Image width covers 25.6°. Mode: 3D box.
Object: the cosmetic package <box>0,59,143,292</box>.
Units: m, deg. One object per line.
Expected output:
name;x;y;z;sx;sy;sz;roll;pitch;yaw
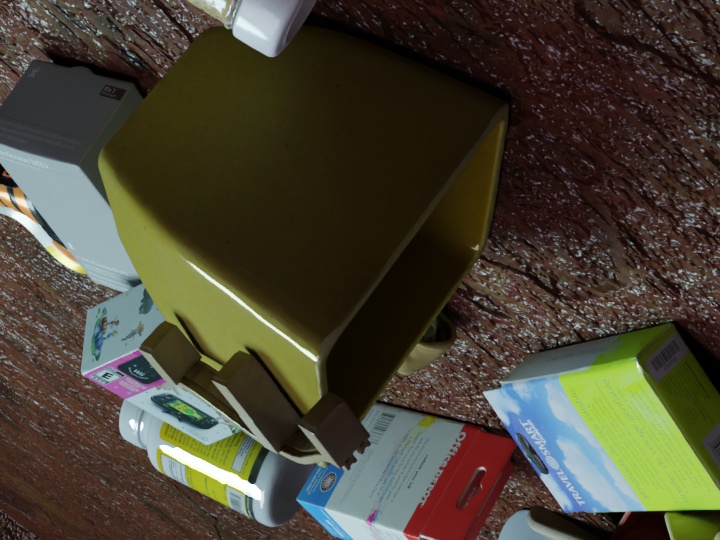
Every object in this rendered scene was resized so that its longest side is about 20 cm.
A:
cosmetic package;-0.195;-0.065;1.239;0.106;0.091;0.200;15;156;31

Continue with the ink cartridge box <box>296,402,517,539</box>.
ink cartridge box;0.053;0.193;1.407;0.199;0.117;0.067;9;148;45

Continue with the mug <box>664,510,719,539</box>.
mug;0.296;0.220;1.053;0.152;0.151;0.187;-15;178;8

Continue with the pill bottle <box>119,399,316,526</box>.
pill bottle;-0.147;0.176;1.643;0.199;0.113;0.113;23;156;23

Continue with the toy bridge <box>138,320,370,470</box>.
toy bridge;-0.059;0.079;0.932;0.199;0.027;0.067;18;150;52

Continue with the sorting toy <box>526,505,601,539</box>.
sorting toy;0.250;0.270;1.320;0.184;0.037;0.199;32;174;-31

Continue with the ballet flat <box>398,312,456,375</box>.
ballet flat;0.000;0.000;1.172;0.063;0.069;0.200;-24;128;31

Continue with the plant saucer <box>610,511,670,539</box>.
plant saucer;0.304;0.217;1.232;0.199;0.037;0.200;27;157;11

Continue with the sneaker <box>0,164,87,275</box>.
sneaker;-0.286;-0.081;1.371;0.199;0.070;0.090;34;143;-5

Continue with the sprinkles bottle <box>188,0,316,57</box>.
sprinkles bottle;-0.114;-0.198;0.877;0.199;0.069;0.068;32;158;1

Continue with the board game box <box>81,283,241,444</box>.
board game box;-0.100;0.056;1.255;0.199;0.065;0.147;-25;138;32

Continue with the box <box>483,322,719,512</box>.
box;0.180;0.110;1.115;0.122;0.048;0.200;55;154;-7

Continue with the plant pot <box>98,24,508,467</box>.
plant pot;-0.047;-0.036;0.982;0.199;0.195;0.196;32;159;15

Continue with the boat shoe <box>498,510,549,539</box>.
boat shoe;0.187;0.290;1.430;0.065;0.074;0.200;32;-169;-29
